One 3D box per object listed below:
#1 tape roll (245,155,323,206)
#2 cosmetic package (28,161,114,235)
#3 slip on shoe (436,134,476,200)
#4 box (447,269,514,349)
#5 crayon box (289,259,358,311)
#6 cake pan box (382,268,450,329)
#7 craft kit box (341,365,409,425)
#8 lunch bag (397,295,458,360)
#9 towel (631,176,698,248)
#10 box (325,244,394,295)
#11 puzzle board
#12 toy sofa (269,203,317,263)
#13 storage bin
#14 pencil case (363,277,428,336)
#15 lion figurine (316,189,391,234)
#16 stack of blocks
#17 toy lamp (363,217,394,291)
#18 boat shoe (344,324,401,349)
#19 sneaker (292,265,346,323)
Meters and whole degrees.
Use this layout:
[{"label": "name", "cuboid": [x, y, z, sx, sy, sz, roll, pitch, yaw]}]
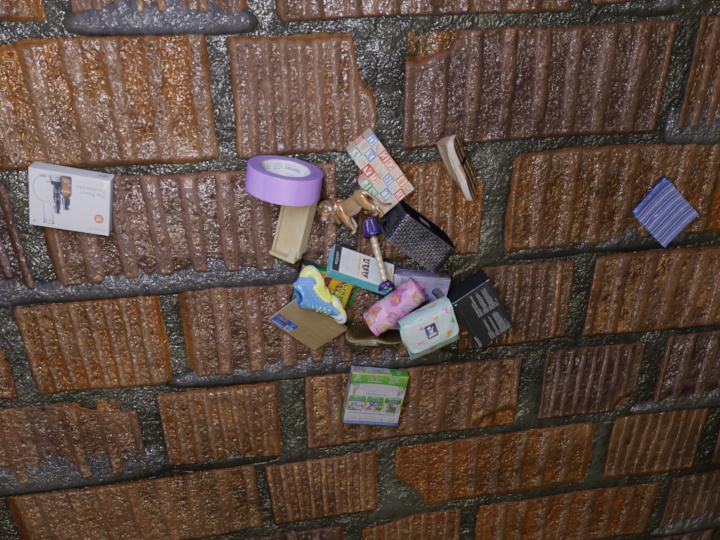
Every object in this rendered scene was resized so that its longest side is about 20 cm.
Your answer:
[{"label": "tape roll", "cuboid": [-0.195, -0.232, 1.497, 0.193, 0.201, 0.068, 6, 116, -12]}, {"label": "cosmetic package", "cuboid": [-0.744, -0.183, 1.511, 0.193, 0.052, 0.155, 8, 117, -13]}, {"label": "slip on shoe", "cuboid": [0.270, -0.283, 1.637, 0.059, 0.077, 0.202, -2, 134, 36]}, {"label": "box", "cuboid": [0.373, 0.123, 1.834, 0.139, 0.079, 0.202, -33, 117, 3]}, {"label": "crayon box", "cuboid": [-0.100, 0.056, 1.736, 0.194, 0.051, 0.130, 14, 112, -16]}, {"label": "cake pan box", "cuboid": [0.165, 0.093, 1.800, 0.193, 0.053, 0.190, 3, 113, -11]}, {"label": "craft kit box", "cuboid": [0.046, 0.417, 1.938, 0.193, 0.049, 0.203, 7, 116, -13]}, {"label": "lunch bag", "cuboid": [0.195, 0.164, 1.702, 0.166, 0.125, 0.201, -22, 156, -1]}, {"label": "towel", "cuboid": [0.949, -0.179, 1.821, 0.198, 0.024, 0.145, 36, 106, -23]}, {"label": "box", "cuboid": [0.000, 0.000, 1.703, 0.195, 0.085, 0.049, 19, 149, -17]}, {"label": "puzzle board", "cuboid": [-0.156, 0.158, 1.760, 0.149, 0.018, 0.199, -32, 127, 28]}, {"label": "toy sofa", "cuboid": [-0.183, -0.133, 1.624, 0.081, 0.098, 0.205, 20, 113, 8]}, {"label": "storage bin", "cuboid": [0.160, -0.099, 1.658, 0.197, 0.136, 0.094, 33, 107, -22]}, {"label": "pencil case", "cuboid": [0.102, 0.105, 1.725, 0.198, 0.088, 0.088, -39, 116, 10]}, {"label": "lion figurine", "cuboid": [-0.020, -0.176, 1.604, 0.197, 0.073, 0.123, -31, 109, 28]}, {"label": "stack of blocks", "cuboid": [0.044, -0.270, 1.600, 0.114, 0.059, 0.201, -36, 116, 9]}, {"label": "toy lamp", "cuboid": [0.050, -0.048, 1.666, 0.056, 0.058, 0.206, -16, 87, -1]}, {"label": "boat shoe", "cuboid": [0.039, 0.208, 1.828, 0.194, 0.075, 0.065, 7, 140, -21]}, {"label": "sneaker", "cuboid": [-0.124, 0.091, 1.664, 0.105, 0.075, 0.202, -40, 106, -20]}]
